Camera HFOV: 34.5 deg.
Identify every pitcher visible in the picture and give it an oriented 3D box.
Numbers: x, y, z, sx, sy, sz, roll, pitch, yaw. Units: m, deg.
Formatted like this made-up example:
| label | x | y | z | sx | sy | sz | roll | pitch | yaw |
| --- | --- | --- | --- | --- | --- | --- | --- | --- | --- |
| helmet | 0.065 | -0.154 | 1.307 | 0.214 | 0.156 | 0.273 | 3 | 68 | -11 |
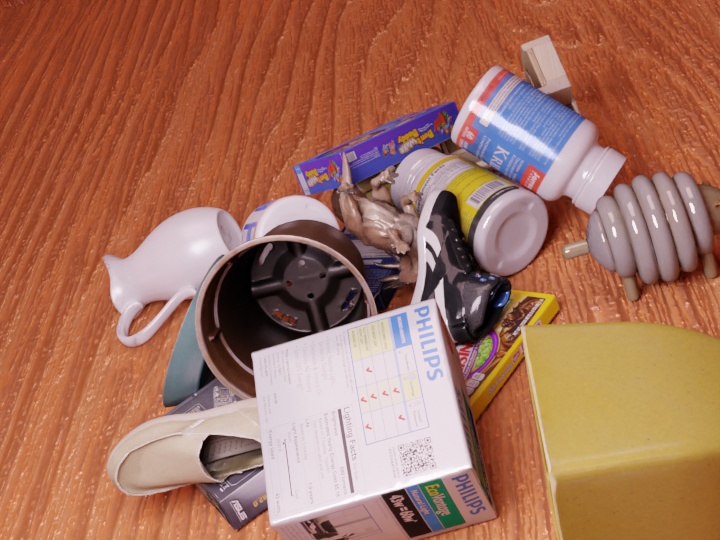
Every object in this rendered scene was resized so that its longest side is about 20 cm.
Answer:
| label | x | y | z | sx | sy | sz | roll | pitch | yaw |
| --- | --- | --- | --- | --- | --- | --- | --- | --- | --- |
| pitcher | -0.261 | 0.009 | 1.629 | 0.200 | 0.121 | 0.172 | -25 | 51 | 17 |

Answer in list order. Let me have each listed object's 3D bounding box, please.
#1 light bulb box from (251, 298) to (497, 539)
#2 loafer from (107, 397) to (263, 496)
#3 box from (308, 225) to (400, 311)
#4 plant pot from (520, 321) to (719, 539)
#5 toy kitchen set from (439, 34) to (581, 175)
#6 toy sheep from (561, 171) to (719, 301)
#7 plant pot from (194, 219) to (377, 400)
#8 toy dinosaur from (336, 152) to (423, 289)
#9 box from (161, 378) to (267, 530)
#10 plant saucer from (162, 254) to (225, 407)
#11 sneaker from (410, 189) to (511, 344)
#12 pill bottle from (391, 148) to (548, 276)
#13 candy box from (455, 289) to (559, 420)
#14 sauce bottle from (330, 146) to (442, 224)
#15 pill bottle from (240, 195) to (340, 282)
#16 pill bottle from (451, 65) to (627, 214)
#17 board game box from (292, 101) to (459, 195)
| label | x | y | z | sx | sy | sz | roll | pitch | yaw |
| --- | --- | --- | --- | --- | --- | --- | --- | --- | --- |
| light bulb box | 0.012 | 0.163 | 1.153 | 0.200 | 0.125 | 0.199 | -17 | 53 | 9 |
| loafer | -0.177 | 0.193 | 1.232 | 0.200 | 0.076 | 0.068 | -21 | 26 | 3 |
| box | 0.000 | 0.000 | 1.537 | 0.121 | 0.032 | 0.200 | -2 | 36 | 30 |
| plant pot | 0.259 | 0.160 | 1.002 | 0.200 | 0.196 | 0.194 | -11 | 33 | 7 |
| toy kitchen set | 0.206 | -0.171 | 1.548 | 0.180 | 0.200 | 0.163 | -21 | 70 | 4 |
| toy sheep | 0.326 | -0.043 | 1.304 | 0.200 | 0.138 | 0.138 | -19 | 32 | 6 |
| plant pot | -0.075 | 0.034 | 1.341 | 0.200 | 0.201 | 0.198 | -18 | 13 | 8 |
| toy dinosaur | 0.026 | -0.051 | 1.444 | 0.200 | 0.136 | 0.086 | 42 | 65 | 16 |
| box | -0.131 | 0.189 | 1.327 | 0.158 | 0.048 | 0.200 | -35 | 34 | -19 |
| plant saucer | -0.188 | 0.080 | 1.425 | 0.036 | 0.200 | 0.200 | 20 | 43 | 4 |
| sneaker | 0.125 | -0.004 | 1.348 | 0.112 | 0.073 | 0.200 | -5 | 65 | 29 |
| pill bottle | 0.134 | -0.081 | 1.480 | 0.114 | 0.114 | 0.200 | -34 | 40 | -18 |
| candy box | 0.136 | 0.093 | 1.323 | 0.102 | 0.026 | 0.200 | 5 | 41 | 43 |
| sauce bottle | 0.046 | -0.124 | 1.641 | 0.066 | 0.066 | 0.200 | 13 | 30 | 43 |
| pill bottle | -0.099 | -0.040 | 1.541 | 0.112 | 0.112 | 0.200 | -30 | 7 | -11 |
| pill bottle | 0.221 | -0.156 | 1.424 | 0.200 | 0.112 | 0.112 | 33 | 54 | 10 |
| board game box | 0.025 | -0.167 | 1.583 | 0.200 | 0.045 | 0.134 | -28 | 11 | -28 |
